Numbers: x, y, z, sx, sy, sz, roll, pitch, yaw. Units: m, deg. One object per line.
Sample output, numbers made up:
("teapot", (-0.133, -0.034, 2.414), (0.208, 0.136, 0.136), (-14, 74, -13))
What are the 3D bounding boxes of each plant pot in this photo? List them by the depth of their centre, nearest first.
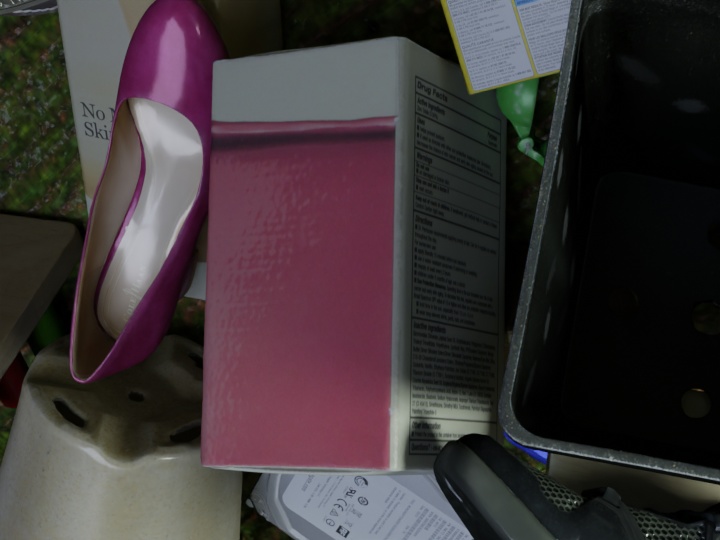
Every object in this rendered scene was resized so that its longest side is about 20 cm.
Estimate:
("plant pot", (0.165, 0.004, 0.641), (0.199, 0.200, 0.177), (11, 167, 3))
("plant pot", (-0.149, 0.144, 0.934), (0.200, 0.200, 0.184), (22, 121, 12))

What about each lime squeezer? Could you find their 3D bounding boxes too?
("lime squeezer", (0.112, -0.077, 0.764), (0.070, 0.038, 0.201), (-25, 110, 2))

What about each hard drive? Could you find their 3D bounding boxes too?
("hard drive", (0.036, 0.155, 0.936), (0.200, 0.038, 0.140), (33, 134, 3))

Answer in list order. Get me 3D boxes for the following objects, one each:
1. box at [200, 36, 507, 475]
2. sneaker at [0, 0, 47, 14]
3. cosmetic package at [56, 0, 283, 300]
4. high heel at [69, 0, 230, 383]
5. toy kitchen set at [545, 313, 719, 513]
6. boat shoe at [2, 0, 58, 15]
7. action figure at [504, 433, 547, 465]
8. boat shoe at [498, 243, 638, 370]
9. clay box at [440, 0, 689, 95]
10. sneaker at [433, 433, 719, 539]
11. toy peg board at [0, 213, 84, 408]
("box", (0.000, 0.000, 0.743), (0.109, 0.128, 0.201), (-3, 82, 28))
("sneaker", (-0.115, -0.197, 0.738), (0.199, 0.106, 0.075), (-10, 137, 4))
("cosmetic package", (-0.099, -0.088, 0.829), (0.105, 0.071, 0.201), (10, 124, 21))
("high heel", (-0.114, -0.038, 0.760), (0.067, 0.096, 0.200), (24, 128, 9))
("toy kitchen set", (0.168, 0.130, 0.790), (0.162, 0.201, 0.181), (9, 162, 2))
("boat shoe", (-0.238, -0.167, 0.849), (0.199, 0.072, 0.060), (11, 131, 24))
("action figure", (0.100, 0.090, 0.863), (0.199, 0.052, 0.066), (21, 132, 15))
("boat shoe", (0.060, 0.029, 0.833), (0.199, 0.071, 0.065), (7, 132, 29))
("clay box", (0.076, -0.191, 0.675), (0.115, 0.048, 0.201), (-10, 103, 33))
("sneaker", (0.131, 0.120, 0.663), (0.199, 0.114, 0.076), (39, 168, 6))
("toy peg board", (-0.291, 0.062, 0.953), (0.199, 0.200, 0.098), (7, 139, 22))
